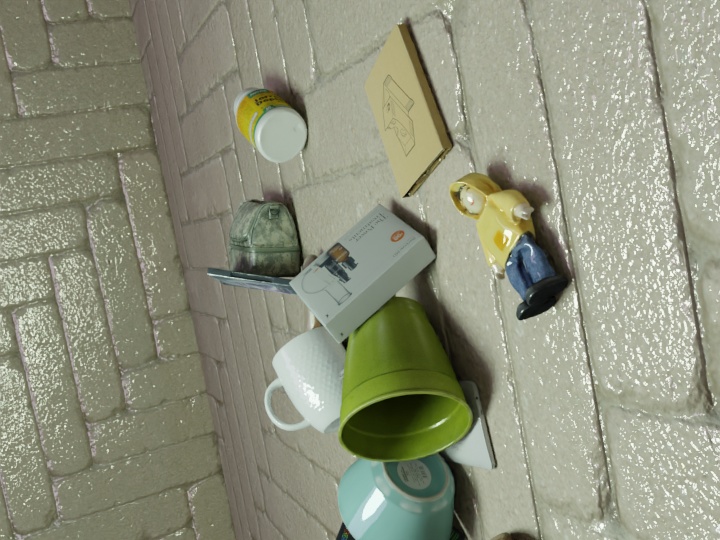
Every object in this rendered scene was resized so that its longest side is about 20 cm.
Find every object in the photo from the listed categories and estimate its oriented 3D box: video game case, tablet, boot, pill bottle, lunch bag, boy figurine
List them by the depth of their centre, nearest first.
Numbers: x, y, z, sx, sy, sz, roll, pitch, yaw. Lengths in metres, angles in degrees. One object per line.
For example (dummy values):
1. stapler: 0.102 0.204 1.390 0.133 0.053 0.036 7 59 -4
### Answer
1. boy figurine: 0.176 -0.047 0.959 0.202 0.063 0.125 63 156 26
2. tablet: 0.144 0.238 1.243 0.199 0.013 0.133 161 97 -67
3. pill bottle: -0.195 -0.310 1.644 0.200 0.111 0.115 -132 37 -51
4. boot: -0.095 0.068 1.672 0.201 0.069 0.149 115 144 -54
5. video game case: -0.221 0.026 1.727 0.143 0.195 0.019 61 -143 -79
6. lunch bag: -0.224 -0.076 1.813 0.199 0.136 0.172 -167 78 -66

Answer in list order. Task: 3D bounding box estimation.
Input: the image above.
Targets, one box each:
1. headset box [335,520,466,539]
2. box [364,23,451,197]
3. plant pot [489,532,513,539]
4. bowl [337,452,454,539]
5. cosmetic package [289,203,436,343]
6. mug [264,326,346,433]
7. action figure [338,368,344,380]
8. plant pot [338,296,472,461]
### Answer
1. headset box: 0.069 0.465 1.350 0.199 0.093 0.176 36 141 16
2. box: 0.065 -0.232 1.179 0.164 0.021 0.204 132 122 -63
3. plant pot: 0.182 0.496 1.089 0.175 0.198 0.201 51 150 16
4. bowl: 0.071 0.344 1.255 0.202 0.197 0.106 58 139 39
5. cosmetic package: 0.000 0.000 1.233 0.052 0.199 0.151 53 173 -38
6. mug: -0.098 0.239 1.585 0.177 0.197 0.148 58 167 24
7. action figure: 0.033 0.228 1.409 0.129 0.069 0.203 -28 84 51
8. plant pot: 0.055 0.152 1.199 0.202 0.196 0.196 106 161 -49
